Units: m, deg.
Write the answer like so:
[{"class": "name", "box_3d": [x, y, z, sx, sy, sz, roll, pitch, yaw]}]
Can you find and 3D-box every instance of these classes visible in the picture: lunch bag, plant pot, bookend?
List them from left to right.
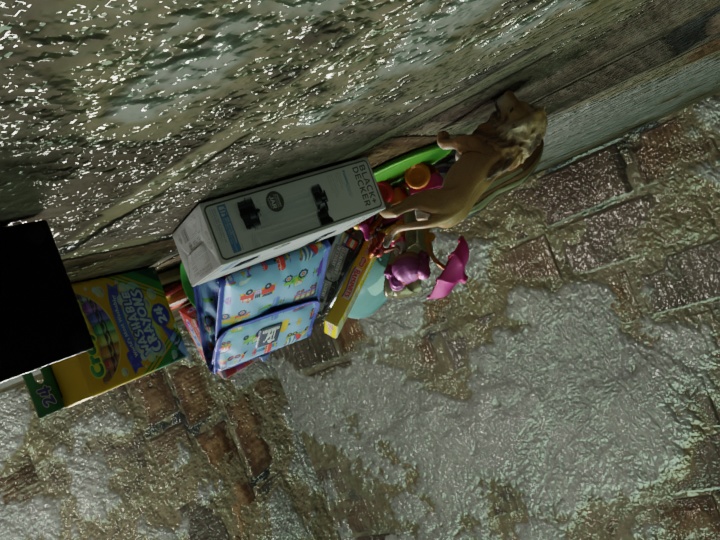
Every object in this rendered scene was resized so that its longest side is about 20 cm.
[{"class": "bookend", "box_3d": [-0.317, 0.060, 0.404, 0.199, 0.093, 0.198, -22, 180, 42]}, {"class": "lunch bag", "box_3d": [-0.130, 0.040, 0.800, 0.149, 0.094, 0.202, -21, 138, -31]}, {"class": "plant pot", "box_3d": [0.015, -0.021, 1.358, 0.199, 0.202, 0.161, -21, 168, -45]}]

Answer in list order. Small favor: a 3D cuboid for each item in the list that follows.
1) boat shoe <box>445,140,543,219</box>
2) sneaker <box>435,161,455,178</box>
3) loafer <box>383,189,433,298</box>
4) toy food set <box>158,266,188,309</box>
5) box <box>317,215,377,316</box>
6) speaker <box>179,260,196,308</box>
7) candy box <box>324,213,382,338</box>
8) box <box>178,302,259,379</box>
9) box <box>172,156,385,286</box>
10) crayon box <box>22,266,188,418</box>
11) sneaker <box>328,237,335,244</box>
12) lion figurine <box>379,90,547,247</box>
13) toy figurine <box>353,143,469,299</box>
[{"class": "boat shoe", "box_3d": [0.196, -0.156, 0.919, 0.199, 0.075, 0.074, -41, 142, -20]}, {"class": "sneaker", "box_3d": [0.118, -0.125, 1.050, 0.099, 0.076, 0.199, -26, -177, -41]}, {"class": "loafer", "box_3d": [0.081, -0.052, 0.964, 0.066, 0.203, 0.076, 10, -165, 0]}, {"class": "toy food set", "box_3d": [-0.312, 0.039, 0.978, 0.196, 0.049, 0.199, -23, 179, 38]}, {"class": "box", "box_3d": [-0.022, -0.026, 1.005, 0.138, 0.039, 0.200, -63, 177, 23]}, {"class": "speaker", "box_3d": [-0.145, -0.012, 0.874, 0.198, 0.090, 0.088, -22, 180, -39]}, {"class": "candy box", "box_3d": [0.000, 0.000, 0.939, 0.202, 0.026, 0.102, -63, 178, -15]}, {"class": "box", "box_3d": [-0.211, 0.089, 0.976, 0.095, 0.101, 0.199, -28, -169, -20]}, {"class": "box", "box_3d": [-0.084, -0.052, 0.662, 0.198, 0.061, 0.116, -22, 180, -33]}, {"class": "crayon box", "box_3d": [-0.303, 0.076, 0.739, 0.051, 0.127, 0.200, -22, 180, 25]}, {"class": "sneaker", "box_3d": [-0.128, -0.026, 1.038, 0.198, 0.077, 0.087, -23, 174, 40]}, {"class": "lion figurine", "box_3d": [0.109, -0.097, 0.666, 0.122, 0.072, 0.201, 21, -105, 54]}, {"class": "toy figurine", "box_3d": [0.064, -0.045, 0.846, 0.198, 0.187, 0.150, -22, 179, 19]}]
